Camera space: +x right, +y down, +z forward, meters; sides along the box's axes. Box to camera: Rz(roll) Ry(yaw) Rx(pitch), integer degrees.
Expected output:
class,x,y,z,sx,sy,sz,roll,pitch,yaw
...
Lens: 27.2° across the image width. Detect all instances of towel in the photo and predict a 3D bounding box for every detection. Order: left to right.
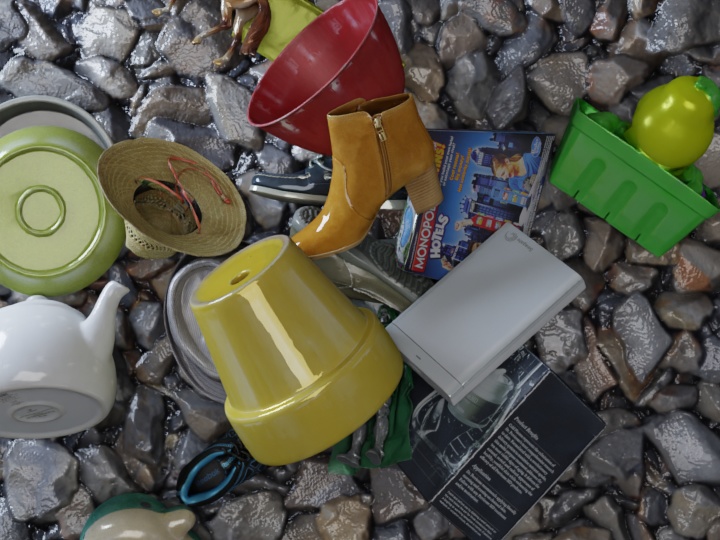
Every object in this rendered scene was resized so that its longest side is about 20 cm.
class,x,y,z,sx,sy,sz,roll,pitch,yaw
towel,-0.049,-0.264,1.778,0.199,0.018,0.086,32,90,-1

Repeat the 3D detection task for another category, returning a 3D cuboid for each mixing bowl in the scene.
class,x,y,z,sx,sy,sz,roll,pitch,yaw
mixing bowl,-0.022,-0.206,1.696,0.200,0.200,0.108,-47,116,1

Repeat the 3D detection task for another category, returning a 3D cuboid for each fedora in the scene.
class,x,y,z,sx,sy,sz,roll,pitch,yaw
fedora,-0.160,0.061,1.728,0.175,0.090,0.202,-11,88,17

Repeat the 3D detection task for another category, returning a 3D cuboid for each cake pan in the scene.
class,x,y,z,sx,sy,sz,roll,pitch,yaw
cake pan,-0.380,-0.106,1.768,0.198,0.037,0.202,0,91,-1

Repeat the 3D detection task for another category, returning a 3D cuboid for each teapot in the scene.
class,x,y,z,sx,sy,sz,roll,pitch,yaw
teapot,-0.378,0.100,1.718,0.198,0.198,0.147,2,62,-20

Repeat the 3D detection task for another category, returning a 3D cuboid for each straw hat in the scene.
class,x,y,z,sx,sy,sz,roll,pitch,yaw
straw hat,-0.231,-0.059,1.725,0.200,0.201,0.085,36,123,-1

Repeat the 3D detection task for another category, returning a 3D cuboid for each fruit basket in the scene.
class,x,y,z,sx,sy,sz,roll,pitch,yaw
fruit basket,0.337,-0.145,1.713,0.213,0.156,0.218,2,104,8

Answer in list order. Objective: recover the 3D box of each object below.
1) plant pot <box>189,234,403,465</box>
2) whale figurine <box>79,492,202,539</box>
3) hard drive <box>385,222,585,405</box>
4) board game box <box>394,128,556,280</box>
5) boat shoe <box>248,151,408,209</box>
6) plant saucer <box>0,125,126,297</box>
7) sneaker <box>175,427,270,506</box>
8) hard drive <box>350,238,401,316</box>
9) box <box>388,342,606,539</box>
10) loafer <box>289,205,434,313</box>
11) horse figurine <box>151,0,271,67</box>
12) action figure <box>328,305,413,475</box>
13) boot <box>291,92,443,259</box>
class,x,y,z,sx,sy,sz,roll,pitch,yaw
plant pot,-0.083,0.075,1.603,0.200,0.201,0.190,-33,108,0
whale figurine,-0.235,0.330,1.759,0.198,0.104,0.160,17,118,-21
hard drive,0.135,0.045,1.658,0.200,0.027,0.132,-40,48,-11
board game box,0.107,-0.089,1.729,0.198,0.062,0.202,15,91,-21
boat shoe,-0.031,-0.107,1.753,0.198,0.075,0.063,4,93,-2
plant saucer,-0.370,-0.069,1.736,0.198,0.031,0.202,0,90,-1
sneaker,-0.133,0.215,1.756,0.200,0.082,0.073,-41,90,-1
hard drive,-0.014,0.034,1.777,0.198,0.033,0.141,-2,91,-1
box,0.136,0.174,1.686,0.197,0.200,0.124,-46,122,0
loafer,0.000,0.000,1.733,0.199,0.075,0.070,32,122,-2
horse figurine,-0.174,-0.331,1.753,0.200,0.050,0.133,40,91,12
action figure,0.019,0.129,1.705,0.117,0.055,0.201,-12,51,32
boot,-0.015,-0.106,1.626,0.200,0.071,0.145,-23,118,2
